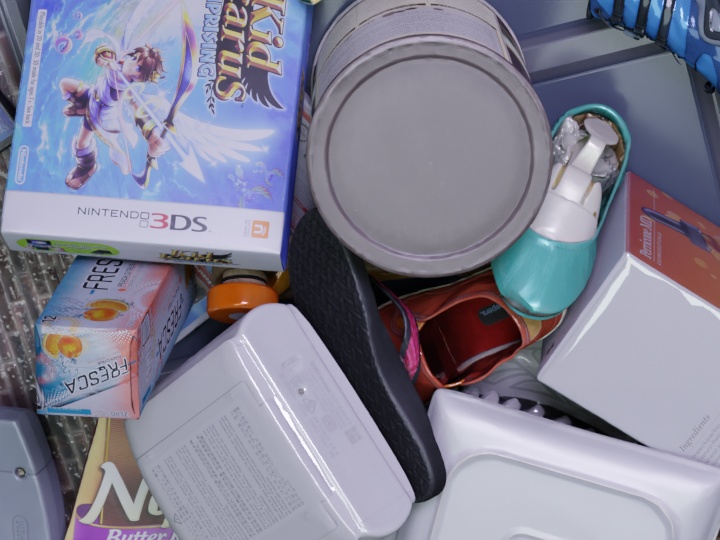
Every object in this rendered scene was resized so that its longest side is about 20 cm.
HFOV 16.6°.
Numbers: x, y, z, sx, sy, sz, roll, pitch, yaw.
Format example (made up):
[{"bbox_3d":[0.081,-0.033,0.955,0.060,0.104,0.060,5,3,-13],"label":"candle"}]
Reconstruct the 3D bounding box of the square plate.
[{"bbox_3d":[0.118,0.194,1.586,0.199,0.028,0.199,16,109,4],"label":"square plate"}]

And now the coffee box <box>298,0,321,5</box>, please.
[{"bbox_3d":[-0.024,-0.281,1.545,0.123,0.044,0.200,-27,106,-10],"label":"coffee box"}]

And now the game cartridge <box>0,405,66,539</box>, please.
[{"bbox_3d":[-0.276,0.187,1.767,0.133,0.040,0.201,7,113,19],"label":"game cartridge"}]

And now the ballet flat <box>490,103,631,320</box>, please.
[{"bbox_3d":[0.129,-0.049,1.558,0.067,0.200,0.071,21,125,4],"label":"ballet flat"}]

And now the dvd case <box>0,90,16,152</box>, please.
[{"bbox_3d":[-0.346,-0.098,1.685,0.200,0.018,0.143,-33,105,15],"label":"dvd case"}]

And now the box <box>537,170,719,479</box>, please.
[{"bbox_3d":[0.227,0.051,1.613,0.200,0.152,0.106,31,113,-7],"label":"box"}]

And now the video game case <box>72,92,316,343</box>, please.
[{"bbox_3d":[-0.108,-0.054,1.678,0.200,0.017,0.143,-38,103,17],"label":"video game case"}]

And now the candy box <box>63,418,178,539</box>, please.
[{"bbox_3d":[-0.098,0.162,1.741,0.199,0.056,0.117,17,112,-3],"label":"candy box"}]

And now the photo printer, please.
[{"bbox_3d":[-0.068,0.128,1.612,0.167,0.069,0.200,57,142,4],"label":"photo printer"}]

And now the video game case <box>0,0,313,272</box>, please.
[{"bbox_3d":[-0.128,-0.106,1.588,0.181,0.045,0.201,5,75,3],"label":"video game case"}]

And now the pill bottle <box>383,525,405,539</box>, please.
[{"bbox_3d":[0.030,0.240,1.694,0.113,0.113,0.200,13,117,0],"label":"pill bottle"}]

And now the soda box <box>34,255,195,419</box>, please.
[{"bbox_3d":[-0.156,0.027,1.597,0.068,0.200,0.064,3,111,6],"label":"soda box"}]

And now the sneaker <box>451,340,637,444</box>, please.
[{"bbox_3d":[0.109,0.065,1.681,0.200,0.075,0.081,25,102,-11],"label":"sneaker"}]

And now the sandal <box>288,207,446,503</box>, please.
[{"bbox_3d":[0.011,0.050,1.563,0.075,0.045,0.200,-9,106,57],"label":"sandal"}]

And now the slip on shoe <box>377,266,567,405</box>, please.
[{"bbox_3d":[0.045,0.051,1.595,0.200,0.061,0.074,-26,99,36],"label":"slip on shoe"}]

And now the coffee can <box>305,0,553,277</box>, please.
[{"bbox_3d":[0.040,-0.094,1.542,0.146,0.200,0.147,0,107,0],"label":"coffee can"}]

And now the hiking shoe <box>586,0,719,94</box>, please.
[{"bbox_3d":[0.191,-0.175,1.581,0.087,0.074,0.200,-32,95,24],"label":"hiking shoe"}]

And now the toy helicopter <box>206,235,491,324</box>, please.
[{"bbox_3d":[0.000,0.000,1.635,0.199,0.132,0.079,-5,72,17],"label":"toy helicopter"}]
